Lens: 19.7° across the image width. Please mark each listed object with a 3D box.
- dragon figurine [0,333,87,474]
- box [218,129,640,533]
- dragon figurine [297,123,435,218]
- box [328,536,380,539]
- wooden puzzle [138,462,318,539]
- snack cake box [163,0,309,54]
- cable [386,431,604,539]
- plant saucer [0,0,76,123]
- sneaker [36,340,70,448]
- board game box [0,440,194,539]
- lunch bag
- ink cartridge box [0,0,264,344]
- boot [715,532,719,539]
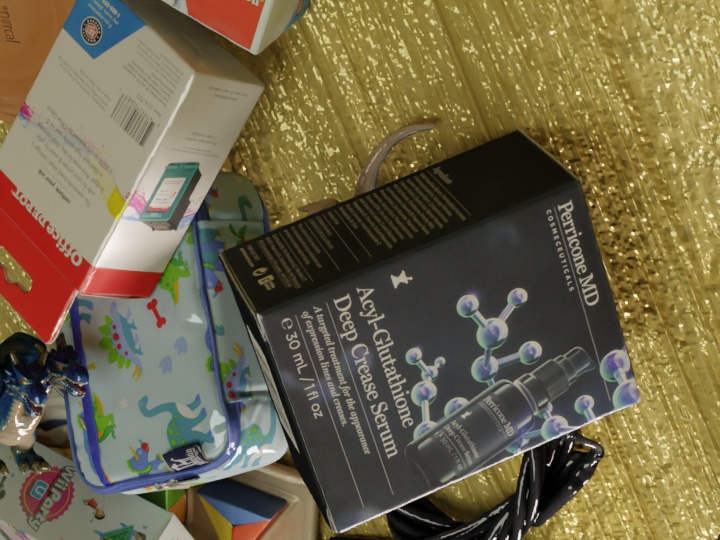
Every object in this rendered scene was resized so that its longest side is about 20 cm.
[{"bbox_3d":[-0.241,0.070,1.367,0.200,0.058,0.100,30,113,51],"label":"dragon figurine"},{"bbox_3d":[0.040,0.033,1.204,0.107,0.199,0.149,-129,18,-65],"label":"box"},{"bbox_3d":[0.000,0.000,1.299,0.059,0.099,0.201,24,92,31],"label":"dragon figurine"},{"bbox_3d":[0.075,0.284,1.468,0.192,0.048,0.201,2,122,36],"label":"box"},{"bbox_3d":[-0.120,0.204,1.538,0.184,0.046,0.201,17,128,22],"label":"wooden puzzle"},{"bbox_3d":[-0.114,-0.230,1.220,0.199,0.067,0.116,31,130,10],"label":"snack cake box"},{"bbox_3d":[0.057,0.114,1.359,0.163,0.051,0.200,43,134,0],"label":"cable"},{"bbox_3d":[-0.237,-0.182,1.356,0.199,0.032,0.202,17,129,22],"label":"plant saucer"},{"bbox_3d":[-0.142,0.083,1.449,0.198,0.075,0.089,3,87,12],"label":"sneaker"},{"bbox_3d":[-0.210,0.178,1.469,0.199,0.065,0.148,25,162,20],"label":"board game box"},{"bbox_3d":[-0.130,0.043,1.354,0.160,0.082,0.202,-14,81,39],"label":"lunch bag"},{"bbox_3d":[-0.158,-0.065,1.287,0.116,0.067,0.201,43,112,32],"label":"ink cartridge box"},{"bbox_3d":[0.269,0.243,1.304,0.075,0.074,0.201,-21,110,51],"label":"boot"}]
